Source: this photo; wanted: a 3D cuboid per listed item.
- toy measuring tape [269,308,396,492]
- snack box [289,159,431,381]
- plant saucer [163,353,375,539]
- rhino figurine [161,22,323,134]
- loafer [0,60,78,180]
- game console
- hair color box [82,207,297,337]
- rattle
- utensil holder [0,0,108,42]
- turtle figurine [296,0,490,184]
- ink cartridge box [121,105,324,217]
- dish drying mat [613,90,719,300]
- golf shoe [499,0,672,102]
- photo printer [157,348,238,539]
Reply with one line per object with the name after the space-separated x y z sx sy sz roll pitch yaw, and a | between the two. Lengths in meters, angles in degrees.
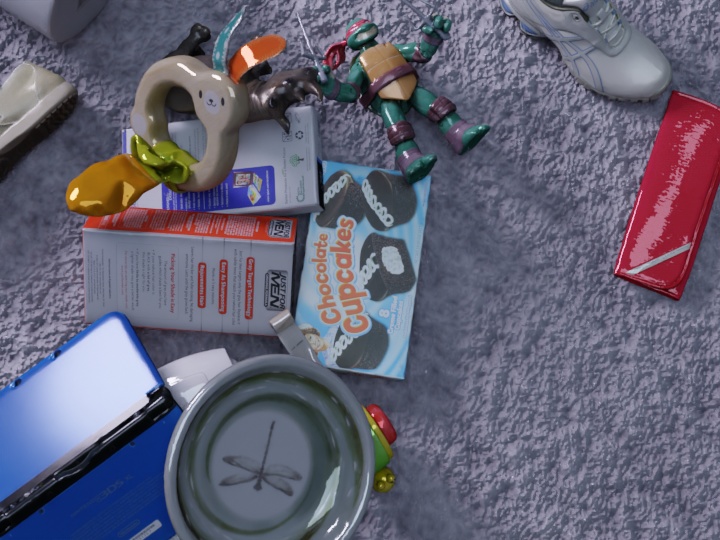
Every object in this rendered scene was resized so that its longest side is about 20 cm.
-0.020 0.128 1.172 0.073 0.074 0.202 -32 105 -6 | toy measuring tape
0.000 0.000 1.233 0.114 0.037 0.203 8 82 0 | snack box
-0.084 0.173 1.111 0.197 0.050 0.204 -2 93 -26 | plant saucer
-0.116 -0.177 1.199 0.198 0.060 0.088 16 60 30 | rhino figurine
-0.367 -0.128 1.226 0.200 0.076 0.068 -43 84 -16 | loafer
-0.245 0.172 1.144 0.199 0.118 0.172 -35 115 -3 | game console
-0.161 0.001 1.197 0.197 0.061 0.103 5 115 -1 | hair color box
-0.170 -0.142 1.116 0.141 0.199 0.132 -5 72 -40 | rattle
-0.332 -0.343 1.207 0.199 0.170 0.171 34 82 2 | utensil holder
0.031 -0.191 1.231 0.149 0.101 0.201 -34 81 0 | turtle figurine
-0.135 -0.099 1.230 0.197 0.039 0.101 -4 81 10 | ink cartridge box
0.319 -0.077 1.264 0.076 0.018 0.203 20 82 2 | dish drying mat
0.228 -0.240 1.246 0.199 0.097 0.079 33 80 1 | golf shoe
-0.151 0.186 1.185 0.165 0.069 0.202 -30 83 -4 | photo printer
